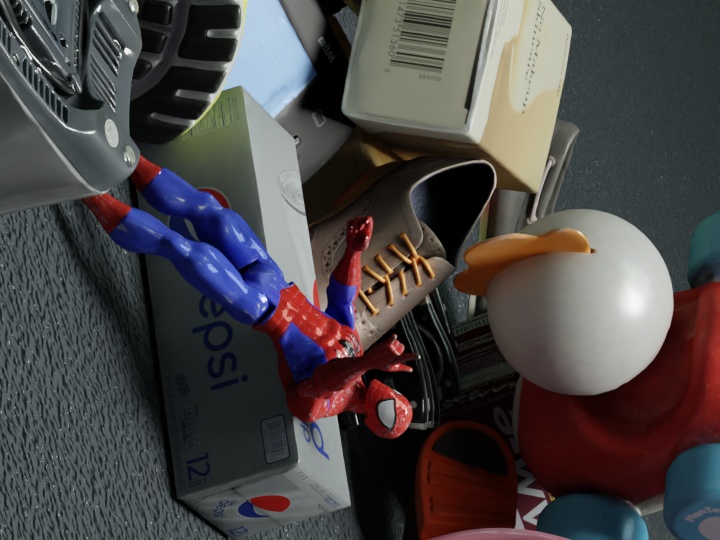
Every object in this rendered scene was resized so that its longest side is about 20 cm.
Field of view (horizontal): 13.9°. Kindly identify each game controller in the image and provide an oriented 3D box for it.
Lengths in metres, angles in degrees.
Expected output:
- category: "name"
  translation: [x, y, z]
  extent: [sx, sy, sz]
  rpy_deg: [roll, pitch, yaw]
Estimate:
- category: "game controller"
  translation: [-0.068, -0.120, 1.459]
  extent: [0.042, 0.104, 0.200]
  rpy_deg: [31, -25, 51]

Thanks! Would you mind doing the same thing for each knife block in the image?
- category: "knife block"
  translation: [-0.007, -0.012, 1.592]
  extent: [0.176, 0.064, 0.200]
  rpy_deg: [-91, 158, -48]

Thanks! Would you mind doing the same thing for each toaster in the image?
- category: "toaster"
  translation: [-0.167, -0.096, 1.009]
  extent: [0.200, 0.129, 0.114]
  rpy_deg: [58, 20, -45]

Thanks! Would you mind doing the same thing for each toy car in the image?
- category: "toy car"
  translation: [0.115, 0.035, 1.526]
  extent: [0.200, 0.177, 0.185]
  rpy_deg: [36, 48, -30]

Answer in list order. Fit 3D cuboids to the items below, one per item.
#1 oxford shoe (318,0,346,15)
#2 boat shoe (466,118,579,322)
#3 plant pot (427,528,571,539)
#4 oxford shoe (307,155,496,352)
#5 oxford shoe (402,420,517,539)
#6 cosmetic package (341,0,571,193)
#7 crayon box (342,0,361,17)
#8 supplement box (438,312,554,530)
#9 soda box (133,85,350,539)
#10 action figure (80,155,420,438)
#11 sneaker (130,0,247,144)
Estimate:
- category: "oxford shoe"
  translation: [-0.060, -0.167, 1.573]
  extent: [0.200, 0.070, 0.075]
  rpy_deg: [8, 62, -73]
- category: "boat shoe"
  translation: [0.100, -0.003, 1.836]
  extent: [0.067, 0.057, 0.201]
  rpy_deg: [-60, 155, -67]
- category: "plant pot"
  translation: [0.071, 0.246, 1.381]
  extent: [0.179, 0.199, 0.201]
  rpy_deg: [75, 5, -61]
- category: "oxford shoe"
  translation: [0.000, 0.000, 1.489]
  extent: [0.071, 0.073, 0.200]
  rpy_deg: [54, 47, -17]
- category: "oxford shoe"
  translation: [0.049, 0.185, 1.567]
  extent: [0.073, 0.071, 0.201]
  rpy_deg: [114, -14, -62]
- category: "cosmetic package"
  translation: [0.055, -0.108, 1.568]
  extent: [0.200, 0.071, 0.106]
  rpy_deg: [23, 78, -75]
- category: "crayon box"
  translation: [-0.031, -0.211, 1.588]
  extent: [0.200, 0.052, 0.126]
  rpy_deg: [47, 10, 11]
- category: "supplement box"
  translation: [0.085, 0.098, 1.728]
  extent: [0.200, 0.061, 0.109]
  rpy_deg: [-91, 160, -77]
- category: "soda box"
  translation: [-0.057, 0.019, 1.385]
  extent: [0.068, 0.063, 0.201]
  rpy_deg: [46, 30, -59]
- category: "action figure"
  translation: [-0.036, -0.006, 1.289]
  extent: [0.200, 0.099, 0.065]
  rpy_deg: [46, 43, -13]
- category: "sneaker"
  translation: [-0.077, -0.157, 1.371]
  extent: [0.090, 0.078, 0.201]
  rpy_deg: [-50, 154, -69]
